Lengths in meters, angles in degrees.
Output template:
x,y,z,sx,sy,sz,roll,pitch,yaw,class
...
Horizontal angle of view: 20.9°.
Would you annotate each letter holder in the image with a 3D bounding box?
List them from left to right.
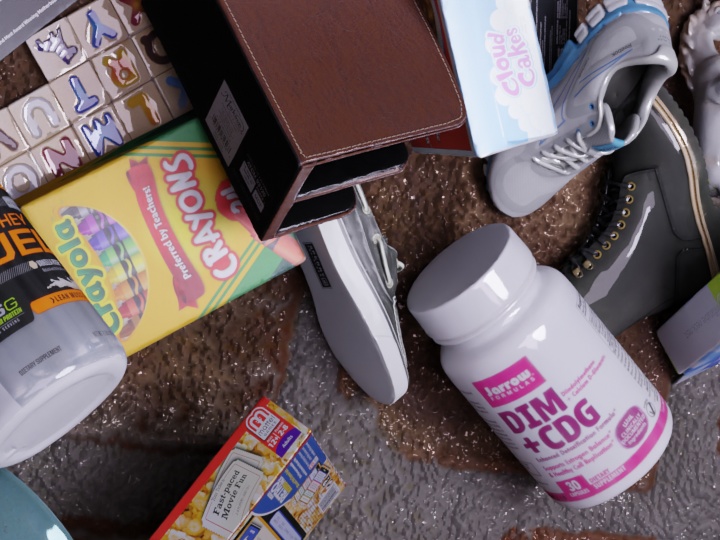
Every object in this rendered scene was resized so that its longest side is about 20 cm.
x,y,z,sx,sy,sz,roll,pitch,yaw,class
-0.036,-0.143,1.307,0.142,0.101,0.200,-17,69,-28,letter holder

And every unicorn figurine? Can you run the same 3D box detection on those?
x,y,z,sx,sy,sz,roll,pitch,yaw,class
0.285,-0.122,1.487,0.074,0.137,0.200,4,107,-32,unicorn figurine

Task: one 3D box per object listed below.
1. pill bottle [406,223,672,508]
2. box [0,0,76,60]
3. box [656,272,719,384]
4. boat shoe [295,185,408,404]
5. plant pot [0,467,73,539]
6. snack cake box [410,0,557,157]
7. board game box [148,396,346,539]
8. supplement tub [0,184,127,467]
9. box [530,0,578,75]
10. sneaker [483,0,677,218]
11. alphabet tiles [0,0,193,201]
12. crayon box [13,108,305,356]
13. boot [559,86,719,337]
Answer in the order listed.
x,y,z,sx,sy,sz,roll,pitch,yaw,class
0.130,0.069,1.432,0.113,0.113,0.200,-45,109,-13,pill bottle
-0.310,-0.180,1.269,0.200,0.050,0.158,-40,107,-14,box
0.306,0.017,1.472,0.122,0.200,0.048,-25,78,-18,box
0.000,0.000,1.397,0.064,0.071,0.200,-33,112,-28,boat shoe
-0.279,0.226,1.248,0.188,0.200,0.200,-41,108,-30,plant pot
0.063,-0.182,1.337,0.067,0.115,0.200,-18,101,-21,snack cake box
-0.097,0.196,1.335,0.046,0.152,0.200,34,78,19,board game box
-0.251,0.016,1.240,0.122,0.123,0.200,-36,78,-16,supplement tub
0.082,-0.231,1.427,0.160,0.044,0.201,-1,95,-22,box
0.158,-0.105,1.407,0.075,0.087,0.200,16,126,-28,sneaker
-0.165,-0.103,1.357,0.200,0.008,0.167,-32,105,-17,alphabet tiles
-0.152,-0.019,1.339,0.200,0.051,0.127,-29,104,-17,crayon box
0.193,-0.047,1.475,0.138,0.077,0.200,-30,104,-12,boot
